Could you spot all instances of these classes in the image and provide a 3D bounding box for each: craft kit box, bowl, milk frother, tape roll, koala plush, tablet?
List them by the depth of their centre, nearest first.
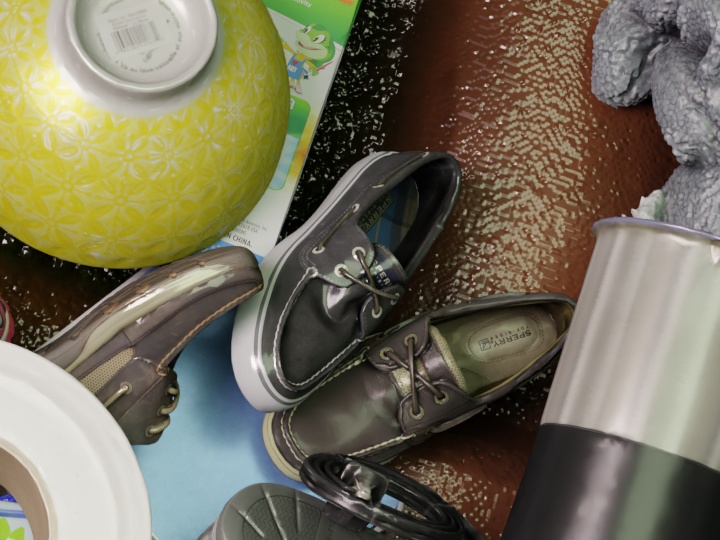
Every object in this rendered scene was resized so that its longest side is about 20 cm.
[{"bbox_3d":[-0.205,0.133,1.154,0.202,0.071,0.203,4,71,-13],"label":"tape roll"},{"bbox_3d":[0.097,0.067,1.192,0.200,0.180,0.189,23,78,-21],"label":"milk frother"},{"bbox_3d":[-0.125,-0.112,1.252,0.199,0.108,0.201,4,71,-13],"label":"bowl"},{"bbox_3d":[-0.082,0.094,1.311,0.130,0.014,0.200,-38,87,-21],"label":"tablet"},{"bbox_3d":[-0.120,-0.109,1.333,0.199,0.049,0.198,22,70,-7],"label":"craft kit box"},{"bbox_3d":[0.220,-0.057,1.363,0.177,0.184,0.201,15,84,-11],"label":"koala plush"}]

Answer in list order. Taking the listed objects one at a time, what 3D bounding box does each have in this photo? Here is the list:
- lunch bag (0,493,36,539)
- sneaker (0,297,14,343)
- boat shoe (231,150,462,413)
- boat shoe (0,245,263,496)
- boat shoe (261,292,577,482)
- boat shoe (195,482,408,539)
[{"bbox_3d":[-0.229,0.191,1.208,0.199,0.082,0.161,6,75,-14],"label":"lunch bag"},{"bbox_3d":[-0.282,0.005,1.238,0.199,0.075,0.081,8,74,2],"label":"sneaker"},{"bbox_3d":[0.000,0.000,1.298,0.070,0.066,0.200,58,44,-20],"label":"boat shoe"},{"bbox_3d":[-0.130,0.058,1.258,0.200,0.075,0.073,-32,99,10],"label":"boat shoe"},{"bbox_3d":[0.036,0.055,1.319,0.200,0.065,0.073,-27,82,-27],"label":"boat shoe"},{"bbox_3d":[0.008,0.178,1.219,0.202,0.065,0.075,26,54,-14],"label":"boat shoe"}]
